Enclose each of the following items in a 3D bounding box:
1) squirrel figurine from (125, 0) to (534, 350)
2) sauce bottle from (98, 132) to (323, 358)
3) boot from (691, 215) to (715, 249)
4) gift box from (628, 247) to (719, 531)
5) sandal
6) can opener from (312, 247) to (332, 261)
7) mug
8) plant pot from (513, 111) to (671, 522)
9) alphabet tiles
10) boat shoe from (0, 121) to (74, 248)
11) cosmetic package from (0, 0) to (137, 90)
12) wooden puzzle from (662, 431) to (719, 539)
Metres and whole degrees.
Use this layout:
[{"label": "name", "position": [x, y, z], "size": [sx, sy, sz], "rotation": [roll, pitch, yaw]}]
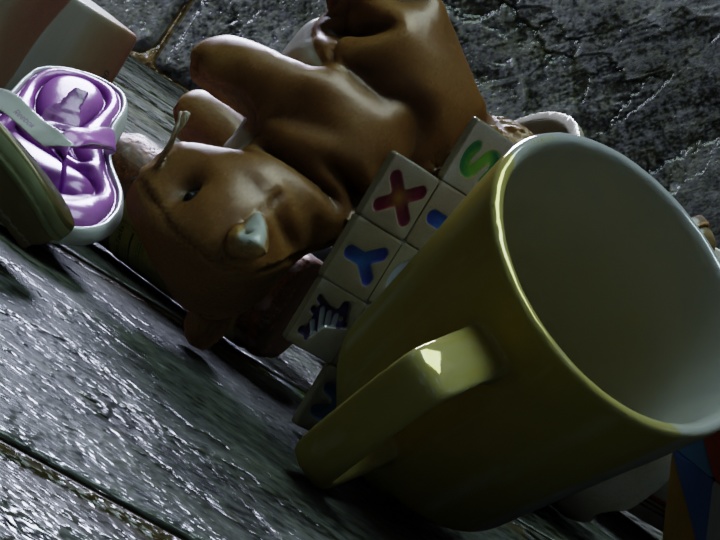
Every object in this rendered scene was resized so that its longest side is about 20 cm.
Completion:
[{"label": "squirrel figurine", "position": [-0.012, -0.033, 1.292], "size": [0.200, 0.142, 0.187], "rotation": [40, 48, 0]}, {"label": "sauce bottle", "position": [-0.107, -0.031, 1.404], "size": [0.200, 0.066, 0.066], "rotation": [37, 5, 22]}, {"label": "boot", "position": [0.175, 0.057, 1.700], "size": [0.075, 0.200, 0.074], "rotation": [36, -5, 18]}, {"label": "gift box", "position": [0.248, 0.115, 1.769], "size": [0.186, 0.200, 0.184], "rotation": [27, -9, 39]}, {"label": "sandal", "position": [-0.153, -0.070, 1.317], "size": [0.082, 0.050, 0.203], "rotation": [11, 22, -8]}, {"label": "can opener", "position": [0.000, 0.000, 1.455], "size": [0.199, 0.079, 0.063], "rotation": [-9, -25, 31]}, {"label": "mug", "position": [0.053, 0.036, 1.175], "size": [0.186, 0.153, 0.150], "rotation": [19, 49, -35]}, {"label": "plant pot", "position": [0.111, 0.041, 1.574], "size": [0.183, 0.200, 0.200], "rotation": [44, 0, -20]}, {"label": "alphabet tiles", "position": [0.053, 0.025, 1.283], "size": [0.200, 0.167, 0.006], "rotation": [30, 1, -43]}, {"label": "boat shoe", "position": [-0.209, -0.069, 1.185], "size": [0.201, 0.063, 0.073], "rotation": [42, -6, 16]}, {"label": "cosmetic package", "position": [-0.235, -0.145, 1.482], "size": [0.200, 0.104, 0.087], "rotation": [29, 5, -42]}, {"label": "wooden puzzle", "position": [0.175, 0.121, 1.189], "size": [0.037, 0.186, 0.200], "rotation": [0, 16, -15]}]
